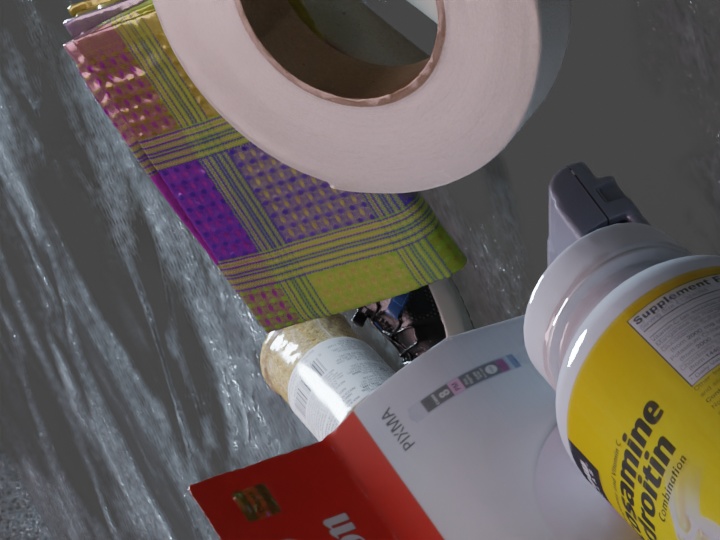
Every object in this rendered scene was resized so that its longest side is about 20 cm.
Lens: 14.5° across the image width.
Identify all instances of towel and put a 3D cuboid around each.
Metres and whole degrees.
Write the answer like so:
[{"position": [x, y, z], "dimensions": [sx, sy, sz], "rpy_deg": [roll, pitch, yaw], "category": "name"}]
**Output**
[{"position": [-0.048, -0.064, 1.395], "dimensions": [0.144, 0.023, 0.200], "rpy_deg": [-16, 116, 39], "category": "towel"}]

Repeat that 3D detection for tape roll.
[{"position": [-0.003, -0.129, 1.271], "dimensions": [0.203, 0.037, 0.203], "rpy_deg": [15, 126, 21], "category": "tape roll"}]

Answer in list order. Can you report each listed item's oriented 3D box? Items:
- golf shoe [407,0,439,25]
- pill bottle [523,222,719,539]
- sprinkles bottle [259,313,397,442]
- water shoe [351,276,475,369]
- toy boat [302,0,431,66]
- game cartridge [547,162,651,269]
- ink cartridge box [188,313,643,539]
[{"position": [-0.005, -0.161, 1.342], "dimensions": [0.200, 0.097, 0.078], "rpy_deg": [50, 157, 42], "category": "golf shoe"}, {"position": [0.147, 0.063, 1.126], "dimensions": [0.200, 0.112, 0.112], "rpy_deg": [48, 157, 50], "category": "pill bottle"}, {"position": [0.004, 0.091, 1.765], "dimensions": [0.200, 0.068, 0.068], "rpy_deg": [45, 155, 55], "category": "sprinkles bottle"}, {"position": [0.000, 0.000, 1.610], "dimensions": [0.200, 0.079, 0.072], "rpy_deg": [64, 166, 5], "category": "water shoe"}, {"position": [-0.043, -0.081, 1.474], "dimensions": [0.130, 0.131, 0.200], "rpy_deg": [37, 178, -24], "category": "toy boat"}, {"position": [0.143, 0.060, 1.289], "dimensions": [0.200, 0.040, 0.133], "rpy_deg": [56, 166, 34], "category": "game cartridge"}, {"position": [0.051, 0.098, 1.205], "dimensions": [0.163, 0.200, 0.057], "rpy_deg": [52, 146, 42], "category": "ink cartridge box"}]
